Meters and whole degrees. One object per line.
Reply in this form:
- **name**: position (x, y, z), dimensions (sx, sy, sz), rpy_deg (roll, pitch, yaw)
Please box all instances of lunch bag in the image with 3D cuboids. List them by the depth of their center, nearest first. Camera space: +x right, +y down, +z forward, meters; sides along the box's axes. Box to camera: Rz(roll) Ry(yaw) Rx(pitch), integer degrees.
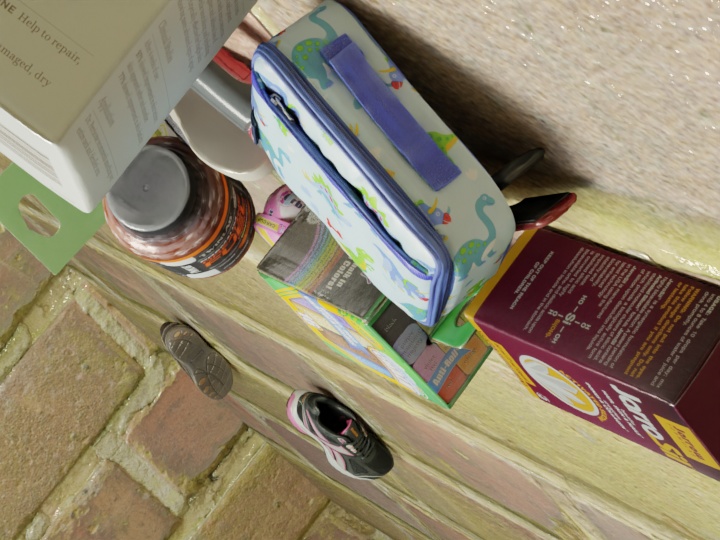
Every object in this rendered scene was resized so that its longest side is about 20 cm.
- **lunch bag**: position (0.010, -0.069, 1.034), dimensions (0.200, 0.082, 0.161), rpy_deg (50, 166, 11)

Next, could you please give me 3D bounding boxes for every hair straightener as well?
- **hair straightener**: position (0.081, -0.063, 1.071), dimensions (0.077, 0.041, 0.200), rpy_deg (54, 171, -8)

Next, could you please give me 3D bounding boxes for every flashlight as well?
- **flashlight**: position (-0.089, -0.145, 1.177), dimensions (0.200, 0.068, 0.068), rpy_deg (41, -158, 4)

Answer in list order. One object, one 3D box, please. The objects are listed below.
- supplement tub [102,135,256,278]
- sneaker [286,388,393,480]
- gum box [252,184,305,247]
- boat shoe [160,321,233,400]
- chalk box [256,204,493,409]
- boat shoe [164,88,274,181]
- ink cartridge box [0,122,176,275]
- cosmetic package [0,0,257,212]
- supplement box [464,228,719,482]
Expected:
- **supplement tub**: position (-0.157, -0.054, 1.361), dimensions (0.107, 0.107, 0.200), rpy_deg (35, 180, 10)
- **sneaker**: position (-0.024, 0.258, 2.471), dimensions (0.200, 0.081, 0.086), rpy_deg (36, 159, -20)
- **gum box**: position (0.000, 0.000, 1.438), dimensions (0.113, 0.066, 0.200), rpy_deg (22, 160, 47)
- **boat shoe**: position (-0.302, 0.159, 2.940), dimensions (0.073, 0.074, 0.200), rpy_deg (39, 164, 50)
- **chalk box**: position (0.040, 0.013, 1.237), dimensions (0.200, 0.125, 0.124), rpy_deg (25, 163, 49)
- **boat shoe**: position (-0.113, -0.125, 1.287), dimensions (0.200, 0.075, 0.093), rpy_deg (47, -179, 34)
- **ink cartridge box**: position (-0.229, -0.094, 1.431), dimensions (0.048, 0.200, 0.146), rpy_deg (32, 167, 33)
- **cosmetic package**: position (-0.179, -0.176, 0.976), dimensions (0.166, 0.200, 0.167), rpy_deg (36, 168, 5)
- **supplement box**: position (0.182, 0.055, 1.072), dimensions (0.200, 0.086, 0.110), rpy_deg (23, 161, 49)
